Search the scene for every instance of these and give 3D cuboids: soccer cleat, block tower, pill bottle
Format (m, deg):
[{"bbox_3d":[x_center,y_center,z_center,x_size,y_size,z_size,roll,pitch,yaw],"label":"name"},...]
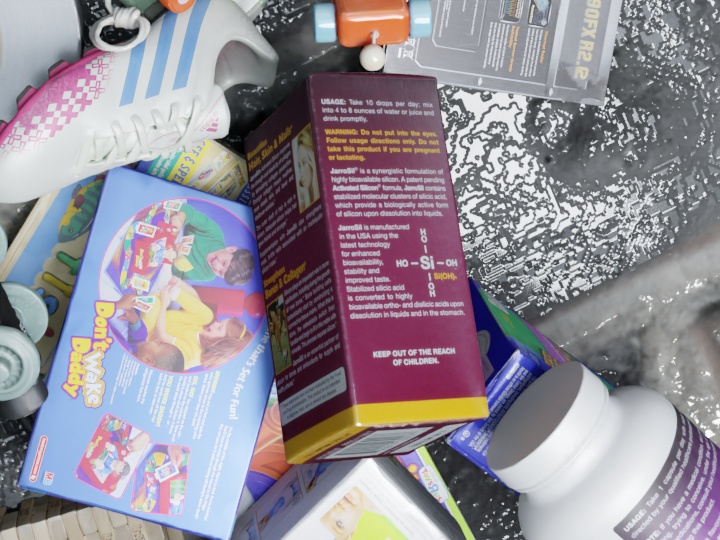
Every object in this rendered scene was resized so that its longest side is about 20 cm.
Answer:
[{"bbox_3d":[-0.130,-0.094,0.995,0.086,0.070,0.200,40,61,14],"label":"soccer cleat"},{"bbox_3d":[-0.217,0.184,1.111,0.198,0.058,0.055,-16,104,-5],"label":"block tower"},{"bbox_3d":[0.167,0.143,0.950,0.200,0.112,0.113,42,94,-13],"label":"pill bottle"}]

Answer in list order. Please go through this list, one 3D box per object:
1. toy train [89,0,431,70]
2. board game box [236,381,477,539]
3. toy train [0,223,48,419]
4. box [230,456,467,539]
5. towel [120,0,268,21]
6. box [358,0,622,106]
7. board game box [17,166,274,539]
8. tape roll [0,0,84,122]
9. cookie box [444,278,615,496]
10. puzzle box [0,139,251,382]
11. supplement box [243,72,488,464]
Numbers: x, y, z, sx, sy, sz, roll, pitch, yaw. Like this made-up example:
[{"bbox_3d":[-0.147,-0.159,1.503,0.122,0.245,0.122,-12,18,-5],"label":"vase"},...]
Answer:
[{"bbox_3d":[-0.059,-0.180,0.990,0.197,0.151,0.056,-1,133,-1],"label":"toy train"},{"bbox_3d":[-0.022,0.135,1.131,0.133,0.045,0.201,-29,103,-1],"label":"board game box"},{"bbox_3d":[-0.256,0.009,0.959,0.113,0.085,0.201,-22,117,6],"label":"toy train"},{"bbox_3d":[-0.036,0.207,1.069,0.200,0.101,0.113,-43,103,3],"label":"box"},{"bbox_3d":[-0.085,-0.244,1.060,0.200,0.023,0.153,-44,103,4],"label":"towel"},{"bbox_3d":[0.092,-0.213,1.062,0.156,0.048,0.203,5,101,-19],"label":"box"},{"bbox_3d":[-0.119,0.051,1.048,0.133,0.045,0.202,17,86,-9],"label":"board game box"},{"bbox_3d":[-0.268,-0.140,1.035,0.197,0.066,0.203,-1,101,-7],"label":"tape roll"},{"bbox_3d":[0.139,0.110,1.084,0.199,0.171,0.075,37,98,-13],"label":"cookie box"},{"bbox_3d":[-0.155,-0.007,1.096,0.132,0.025,0.201,31,96,-13],"label":"puzzle box"},{"bbox_3d":[0.000,0.000,0.975,0.085,0.110,0.203,-1,74,-25],"label":"supplement box"}]
